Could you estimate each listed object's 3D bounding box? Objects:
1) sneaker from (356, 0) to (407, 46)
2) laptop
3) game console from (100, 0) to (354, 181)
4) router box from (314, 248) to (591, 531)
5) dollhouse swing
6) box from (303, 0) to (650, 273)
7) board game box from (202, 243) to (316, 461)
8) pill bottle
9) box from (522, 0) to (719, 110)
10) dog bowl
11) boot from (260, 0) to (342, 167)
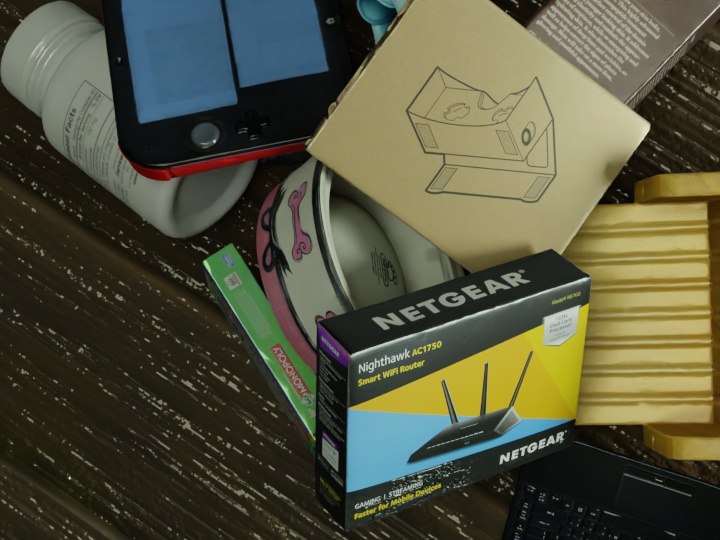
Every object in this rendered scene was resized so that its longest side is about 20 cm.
[{"bbox_3d":[0.042,-0.215,1.253,0.082,0.074,0.201,16,64,-21],"label":"sneaker"},{"bbox_3d":[0.179,0.247,1.236,0.176,0.103,0.201,17,115,10],"label":"laptop"},{"bbox_3d":[-0.099,-0.165,1.229,0.176,0.031,0.201,-13,60,3],"label":"game console"},{"bbox_3d":[0.063,0.082,1.163,0.051,0.199,0.150,40,139,46],"label":"router box"},{"bbox_3d":[0.192,0.033,1.216,0.175,0.182,0.201,-1,90,1],"label":"dollhouse swing"},{"bbox_3d":[0.085,-0.095,1.184,0.200,0.021,0.164,35,92,-15],"label":"box"},{"bbox_3d":[-0.055,0.081,1.273,0.029,0.135,0.201,-31,83,-7],"label":"board game box"},{"bbox_3d":[-0.184,-0.124,1.303,0.200,0.114,0.115,37,97,22],"label":"pill bottle"},{"bbox_3d":[0.173,-0.162,1.252,0.100,0.075,0.200,44,93,8],"label":"box"},{"bbox_3d":[0.000,0.000,1.241,0.074,0.200,0.201,-23,85,28],"label":"dog bowl"},{"bbox_3d":[-0.019,-0.196,1.309,0.164,0.066,0.201,-10,83,10],"label":"boot"}]
